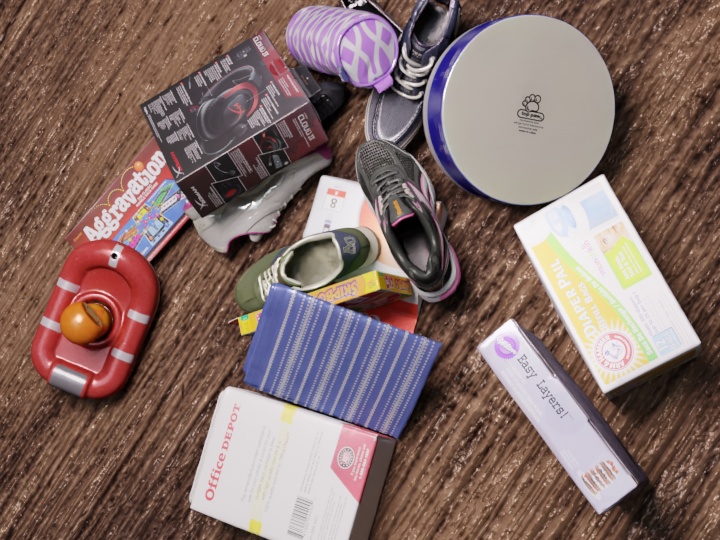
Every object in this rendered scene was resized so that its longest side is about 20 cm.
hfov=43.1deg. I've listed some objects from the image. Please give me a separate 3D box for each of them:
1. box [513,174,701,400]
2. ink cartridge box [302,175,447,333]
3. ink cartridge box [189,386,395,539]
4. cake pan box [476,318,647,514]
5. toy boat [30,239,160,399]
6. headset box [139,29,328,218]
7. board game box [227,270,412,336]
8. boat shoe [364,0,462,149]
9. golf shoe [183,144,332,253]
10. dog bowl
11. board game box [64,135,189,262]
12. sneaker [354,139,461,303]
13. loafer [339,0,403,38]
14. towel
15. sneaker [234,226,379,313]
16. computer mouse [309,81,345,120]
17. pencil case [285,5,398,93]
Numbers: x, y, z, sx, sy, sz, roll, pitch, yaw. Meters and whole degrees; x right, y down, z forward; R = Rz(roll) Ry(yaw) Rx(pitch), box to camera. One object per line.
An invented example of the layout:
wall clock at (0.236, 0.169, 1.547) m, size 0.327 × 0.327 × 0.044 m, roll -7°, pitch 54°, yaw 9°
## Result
box at (0.260, 0.022, 0.963) m, size 0.112 × 0.101 × 0.202 m, roll -30°, pitch 71°, yaw 11°
ink cartridge box at (0.000, 0.000, 1.085) m, size 0.160 × 0.050 × 0.203 m, roll 14°, pitch 81°, yaw 21°
ink cartridge box at (-0.078, 0.231, 1.046) m, size 0.197 × 0.083 × 0.147 m, roll 15°, pitch 84°, yaw 21°
cake pan box at (0.205, 0.143, 0.914) m, size 0.052 × 0.184 × 0.201 m, roll -38°, pitch 71°, yaw 8°
toy boat at (-0.332, 0.061, 1.127) m, size 0.129 × 0.131 × 0.203 m, roll 22°, pitch 89°, yaw -3°
headset box at (-0.142, -0.180, 1.080) m, size 0.198 × 0.075 × 0.149 m, roll -32°, pitch 55°, yaw -1°
board game box at (-0.048, 0.043, 1.043) m, size 0.197 × 0.095 × 0.030 m, roll -16°, pitch 78°, yaw 24°
boat shoe at (0.056, -0.228, 1.043) m, size 0.074 × 0.093 × 0.203 m, roll 22°, pitch 96°, yaw 4°
golf shoe at (-0.119, -0.093, 1.142) m, size 0.198 × 0.075 × 0.093 m, roll -24°, pitch 109°, yaw 0°
dog bowl at (0.172, -0.173, 0.994) m, size 0.197 × 0.079 × 0.204 m, roll -2°, pitch 100°, yaw -10°
board game box at (-0.281, -0.078, 1.179) m, size 0.103 × 0.019 × 0.200 m, roll 43°, pitch 101°, yaw -5°
sneaker at (0.051, -0.067, 1.012) m, size 0.080 × 0.086 × 0.202 m, roll -32°, pitch 71°, yaw 8°
loafer at (0.032, -0.272, 1.121) m, size 0.072 × 0.063 × 0.201 m, roll -38°, pitch 70°, yaw 7°
towel at (-0.025, 0.101, 1.014) m, size 0.197 × 0.024 × 0.146 m, roll 20°, pitch 122°, yaw -2°
sneaker at (-0.080, -0.001, 1.058) m, size 0.198 × 0.090 × 0.068 m, roll -22°, pitch 85°, yaw 23°
computer mouse at (-0.101, -0.178, 1.126) m, size 0.199 × 0.034 × 0.058 m, roll -38°, pitch 35°, yaw -14°
pencil case at (-0.022, -0.263, 1.071) m, size 0.084 × 0.086 × 0.200 m, roll -39°, pitch 30°, yaw -4°
